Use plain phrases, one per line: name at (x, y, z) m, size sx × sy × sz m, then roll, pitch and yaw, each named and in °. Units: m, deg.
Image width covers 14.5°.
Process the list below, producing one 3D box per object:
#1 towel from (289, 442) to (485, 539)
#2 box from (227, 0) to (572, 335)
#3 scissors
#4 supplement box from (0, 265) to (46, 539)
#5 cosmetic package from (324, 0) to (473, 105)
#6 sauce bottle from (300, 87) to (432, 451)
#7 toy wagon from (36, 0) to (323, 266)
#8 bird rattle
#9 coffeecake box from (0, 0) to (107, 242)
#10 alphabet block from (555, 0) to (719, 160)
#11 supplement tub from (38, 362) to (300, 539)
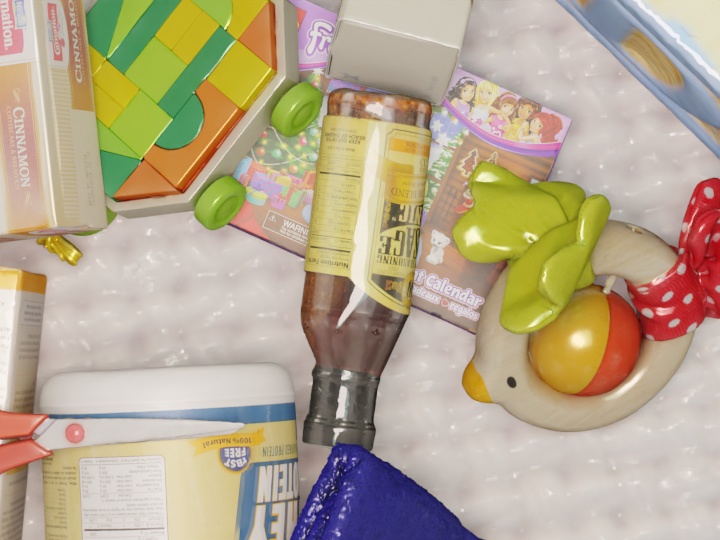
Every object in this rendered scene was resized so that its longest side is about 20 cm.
towel at (0.019, 0.200, 1.565) m, size 0.200 × 0.049 × 0.148 m, roll 41°, pitch 63°, yaw -42°
box at (0.005, -0.064, 1.635) m, size 0.199 × 0.039 × 0.137 m, roll 23°, pitch 88°, yaw -1°
scissors at (-0.165, 0.081, 1.505) m, size 0.199 × 0.014 × 0.073 m, roll -18°, pitch 86°, yaw 7°
supplement box at (-0.226, 0.096, 1.583) m, size 0.073 × 0.126 × 0.201 m, roll 5°, pitch 88°, yaw 0°
cosmetic package at (0.039, -0.207, 1.587) m, size 0.073 × 0.104 × 0.201 m, roll 13°, pitch 76°, yaw -2°
sauce bottle at (0.000, 0.000, 1.585) m, size 0.066 × 0.066 × 0.201 m, roll 6°, pitch 92°, yaw -1°
toy wagon at (-0.121, -0.090, 1.605) m, size 0.155 × 0.040 × 0.200 m, roll 41°, pitch 95°, yaw 23°
bird rattle at (0.138, 0.016, 1.603) m, size 0.199 × 0.113 × 0.163 m, roll 8°, pitch 118°, yaw -35°
coffeecake box at (-0.252, -0.087, 1.584) m, size 0.199 × 0.073 × 0.154 m, roll -6°, pitch 88°, yaw 19°
alphabet block at (0.226, -0.190, 1.569) m, size 0.196 × 0.195 × 0.200 m, roll 44°, pitch 89°, yaw -2°
supplement tub at (-0.104, 0.154, 1.575) m, size 0.144 × 0.145 × 0.201 m, roll -3°, pitch 89°, yaw -1°
